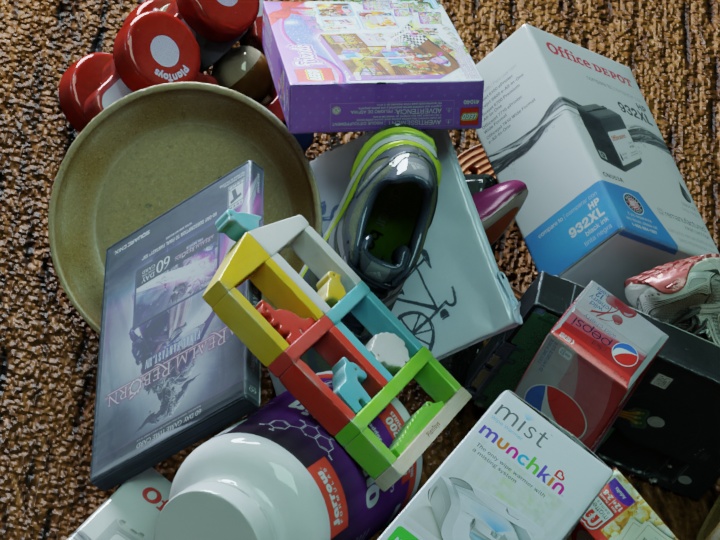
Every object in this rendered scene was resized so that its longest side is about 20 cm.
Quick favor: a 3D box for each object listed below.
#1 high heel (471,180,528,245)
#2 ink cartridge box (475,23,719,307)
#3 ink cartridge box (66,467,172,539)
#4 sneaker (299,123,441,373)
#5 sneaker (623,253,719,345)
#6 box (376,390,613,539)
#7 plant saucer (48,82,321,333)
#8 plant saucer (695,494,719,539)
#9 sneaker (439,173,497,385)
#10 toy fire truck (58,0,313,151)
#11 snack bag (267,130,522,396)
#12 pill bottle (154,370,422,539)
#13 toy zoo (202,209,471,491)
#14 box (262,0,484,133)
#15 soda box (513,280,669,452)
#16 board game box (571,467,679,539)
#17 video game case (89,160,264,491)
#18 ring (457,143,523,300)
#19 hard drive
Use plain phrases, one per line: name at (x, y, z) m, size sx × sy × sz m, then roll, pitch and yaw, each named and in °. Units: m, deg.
high heel at (0.025, -0.029, 1.746) m, size 0.200 × 0.067 × 0.096 m, roll -35°, pitch 73°, yaw 11°
ink cartridge box at (0.175, -0.075, 1.828) m, size 0.145 × 0.084 × 0.201 m, roll 16°, pitch 44°, yaw -47°
ink cartridge box at (-0.152, 0.242, 1.532) m, size 0.146 × 0.083 × 0.200 m, roll 37°, pitch 51°, yaw 10°
sneaker at (0.000, 0.000, 1.630) m, size 0.074 × 0.201 × 0.081 m, roll 17°, pitch 15°, yaw -8°
sneaker at (0.248, 0.050, 1.756) m, size 0.078 × 0.200 × 0.082 m, roll -18°, pitch 62°, yaw 9°
box at (0.053, 0.205, 1.558) m, size 0.097 × 0.200 × 0.176 m, roll 37°, pitch 50°, yaw 9°
plant saucer at (-0.124, -0.033, 1.712) m, size 0.199 × 0.035 × 0.201 m, roll 0°, pitch 89°, yaw 9°
plant saucer at (0.289, 0.148, 1.683) m, size 0.035 × 0.200 × 0.200 m, roll 34°, pitch 51°, yaw 4°
sneaker at (0.046, -0.011, 1.807) m, size 0.104 × 0.060 × 0.201 m, roll 4°, pitch 75°, yaw 25°
toy fire truck at (-0.119, -0.133, 1.825) m, size 0.168 × 0.112 × 0.200 m, roll 50°, pitch 51°, yaw -10°
snack bag at (0.003, -0.007, 1.711) m, size 0.021 × 0.199 × 0.189 m, roll 24°, pitch 43°, yaw -63°
pill bottle at (-0.047, 0.143, 1.520) m, size 0.112 × 0.113 × 0.200 m, roll 39°, pitch 29°, yaw 11°
toy zoo at (-0.023, 0.039, 1.541) m, size 0.200 × 0.020 × 0.131 m, roll 46°, pitch 30°, yaw 1°
box at (0.005, -0.150, 1.722) m, size 0.136 × 0.039 × 0.200 m, roll -1°, pitch 23°, yaw -7°
soda box at (0.140, 0.099, 1.667) m, size 0.070 × 0.200 × 0.063 m, roll 35°, pitch 51°, yaw 9°
board game box at (0.223, 0.240, 1.623) m, size 0.046 × 0.152 × 0.200 m, roll -38°, pitch 70°, yaw -7°
video game case at (-0.121, 0.035, 1.591) m, size 0.019 × 0.143 × 0.201 m, roll 36°, pitch 38°, yaw -35°
ring at (0.148, -0.022, 1.880) m, size 0.200 × 0.019 × 0.201 m, roll 10°, pitch 51°, yaw -13°
hard drive at (0.190, 0.085, 1.727) m, size 0.199 × 0.140 × 0.038 m, roll 22°, pitch 50°, yaw -8°
